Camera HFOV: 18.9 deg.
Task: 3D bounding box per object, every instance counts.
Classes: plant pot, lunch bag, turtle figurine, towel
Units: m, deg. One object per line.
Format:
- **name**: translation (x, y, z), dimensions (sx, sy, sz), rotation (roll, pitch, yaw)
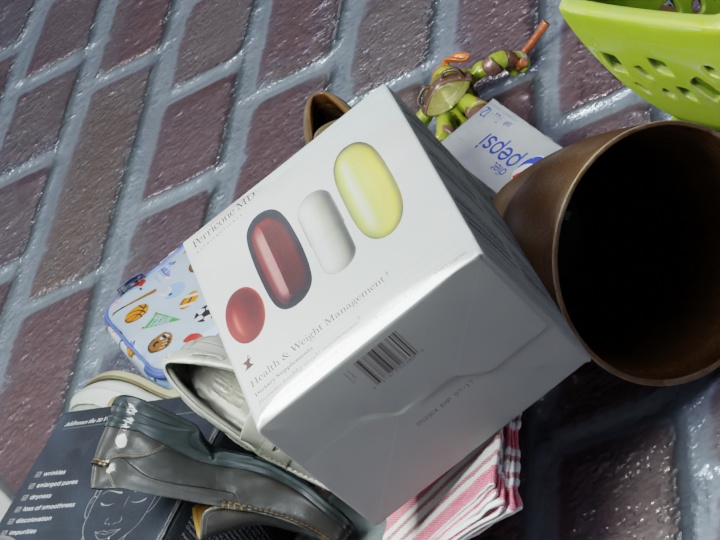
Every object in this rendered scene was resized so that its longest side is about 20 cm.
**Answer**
- **plant pot**: translation (0.311, -0.194, 1.684), dimensions (0.200, 0.182, 0.199), rotation (-47, 31, -16)
- **plant pot**: translation (0.176, -0.020, 1.611), dimensions (0.187, 0.187, 0.200), rotation (-45, 21, -14)
- **lunch bag**: translation (-0.138, 0.038, 1.944), dimensions (0.160, 0.076, 0.200), rotation (-38, 31, -6)
- **turtle figurine**: translation (0.095, -0.155, 1.972), dimensions (0.199, 0.064, 0.162), rotation (-32, 30, 9)
- **towel**: translation (0.070, 0.130, 1.536), dimensions (0.146, 0.030, 0.200), rotation (-46, 21, 36)

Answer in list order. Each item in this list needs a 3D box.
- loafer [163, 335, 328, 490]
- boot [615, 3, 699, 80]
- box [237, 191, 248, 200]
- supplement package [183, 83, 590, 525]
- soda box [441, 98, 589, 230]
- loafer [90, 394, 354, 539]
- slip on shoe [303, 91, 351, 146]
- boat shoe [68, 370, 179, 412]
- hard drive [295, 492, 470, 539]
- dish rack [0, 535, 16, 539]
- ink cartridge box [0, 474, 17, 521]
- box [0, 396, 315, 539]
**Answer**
- **loafer**: translation (-0.061, 0.113, 1.592), dimensions (0.199, 0.070, 0.070), rotation (28, 110, 26)
- **boot**: translation (0.259, -0.203, 1.882), dimensions (0.075, 0.074, 0.200), rotation (-24, 32, -15)
- **box**: translation (0.000, 0.000, 1.714), dimensions (0.164, 0.166, 0.200), rotation (-28, 15, 12)
- **supplement package**: translation (0.013, 0.021, 1.483), dimensions (0.191, 0.147, 0.200), rotation (-38, 41, 10)
- **soda box**: translation (0.141, -0.073, 1.812), dimensions (0.068, 0.064, 0.200), rotation (-40, 30, -4)
- **loafer**: translation (-0.102, 0.164, 1.577), dimensions (0.073, 0.199, 0.073), rotation (129, 166, -77)
- **slip on shoe**: translation (-0.019, -0.109, 2.006), dimensions (0.076, 0.061, 0.200), rotation (-18, 25, 5)
- **boat shoe**: translation (-0.191, 0.137, 1.859), dimensions (0.199, 0.075, 0.068), rotation (2, 42, 46)
- **hard drive**: translation (0.005, 0.212, 1.592), dimensions (0.139, 0.033, 0.200), rotation (9, 53, 51)
- **dish rack**: translation (-0.234, 0.300, 1.581), dimensions (0.200, 0.043, 0.172), rotation (38, 118, 26)
- **ink cartridge box**: translation (-0.322, 0.195, 1.790), dimensions (0.068, 0.200, 0.115), rotation (-41, 30, -8)
- **box**: translation (-0.174, 0.211, 1.690), dimensions (0.199, 0.124, 0.197), rotation (-9, 41, 38)
